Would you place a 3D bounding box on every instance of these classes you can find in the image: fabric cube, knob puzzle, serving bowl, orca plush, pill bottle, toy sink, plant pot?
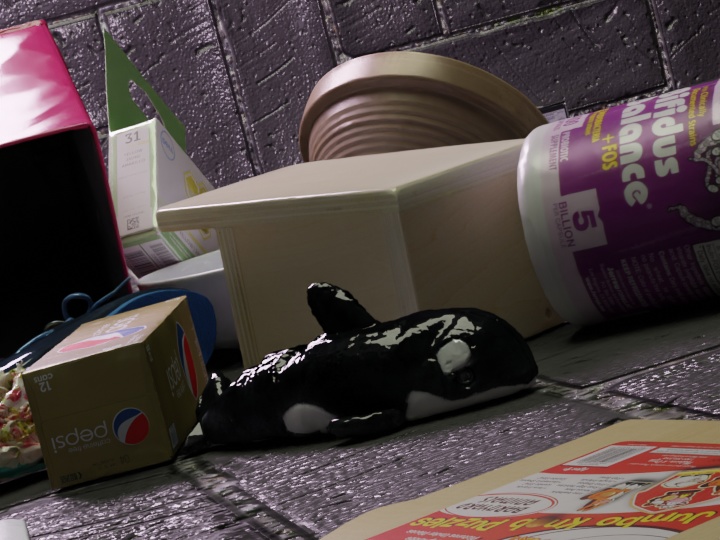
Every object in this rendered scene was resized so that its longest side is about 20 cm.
[{"bbox_3d":[-0.272,-0.028,1.557,0.198,0.198,0.200,-16,31,-11],"label":"fabric cube"},{"bbox_3d":[0.054,0.086,0.653,0.218,0.031,0.220,-14,6,1],"label":"knob puzzle"},{"bbox_3d":[-0.048,0.012,1.562,0.198,0.066,0.200,-15,5,1],"label":"serving bowl"},{"bbox_3d":[-0.009,0.038,1.130,0.199,0.072,0.105,-10,7,46],"label":"orca plush"},{"bbox_3d":[0.191,-0.044,1.200,0.198,0.113,0.112,-14,5,21],"label":"pill bottle"},{"bbox_3d":[0.000,0.000,1.298,0.199,0.113,0.130,-3,12,43],"label":"toy sink"},{"bbox_3d":[0.044,-0.060,1.697,0.199,0.201,0.093,-11,47,34],"label":"plant pot"}]

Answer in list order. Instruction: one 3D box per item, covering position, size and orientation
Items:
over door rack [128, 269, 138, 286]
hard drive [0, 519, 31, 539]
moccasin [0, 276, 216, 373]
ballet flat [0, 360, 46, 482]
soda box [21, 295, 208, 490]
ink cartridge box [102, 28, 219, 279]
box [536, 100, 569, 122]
[{"bbox_3d":[-0.211,0.028,1.866,0.198,0.067,0.148,-13,5,19],"label":"over door rack"},{"bbox_3d":[-0.181,0.135,0.845,0.131,0.027,0.200,-16,6,-9],"label":"hard drive"},{"bbox_3d":[-0.172,0.051,1.393,0.068,0.081,0.199,4,15,40],"label":"moccasin"},{"bbox_3d":[-0.245,0.100,1.202,0.199,0.064,0.075,-20,6,-39],"label":"ballet flat"},{"bbox_3d":[-0.129,0.063,1.254,0.067,0.065,0.200,-15,5,4],"label":"soda box"},{"bbox_3d":[-0.140,-0.069,1.714,0.048,0.202,0.146,-14,-34,17],"label":"ink cartridge box"},{"bbox_3d":[0.160,-0.170,3.003,0.198,0.050,0.158,-16,5,-12],"label":"box"}]
